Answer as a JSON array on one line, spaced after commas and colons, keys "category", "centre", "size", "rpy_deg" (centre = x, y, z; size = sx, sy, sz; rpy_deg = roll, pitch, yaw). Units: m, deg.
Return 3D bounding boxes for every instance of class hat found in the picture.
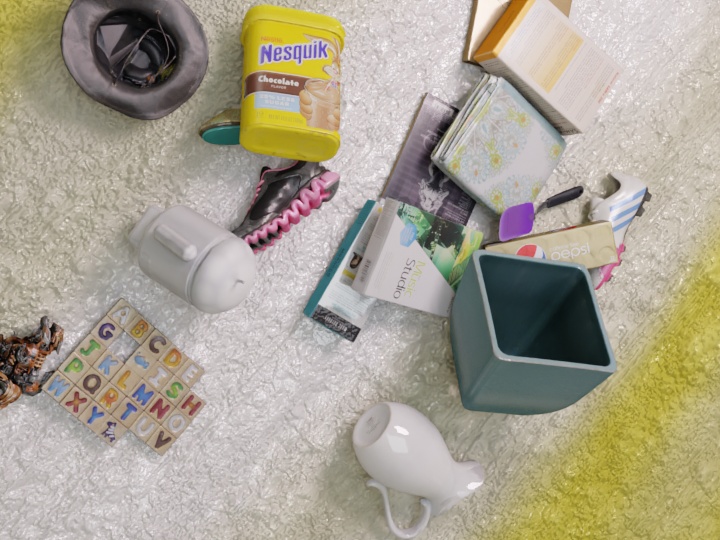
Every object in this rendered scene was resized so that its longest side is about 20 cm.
[{"category": "hat", "centre": [-0.315, -0.308, 1.416], "size": [0.199, 0.081, 0.202], "rpy_deg": [-4, 102, -21]}]

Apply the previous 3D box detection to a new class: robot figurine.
[{"category": "robot figurine", "centre": [-0.225, -0.015, 1.413], "size": [0.199, 0.170, 0.113], "rpy_deg": [30, 86, 23]}]

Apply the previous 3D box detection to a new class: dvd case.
[{"category": "dvd case", "centre": [0.125, -0.154, 1.595], "size": [0.148, 0.016, 0.201], "rpy_deg": [25, 85, -18]}]

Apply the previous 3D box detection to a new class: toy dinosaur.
[{"category": "toy dinosaur", "centre": [-0.492, 0.139, 1.379], "size": [0.136, 0.102, 0.201], "rpy_deg": [48, 56, -31]}]

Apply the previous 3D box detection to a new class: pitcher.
[{"category": "pitcher", "centre": [0.066, 0.306, 1.554], "size": [0.200, 0.121, 0.172], "rpy_deg": [42, 88, -27]}]

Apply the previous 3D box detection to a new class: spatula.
[{"category": "spatula", "centre": [0.291, -0.100, 1.619], "size": [0.199, 0.020, 0.057], "rpy_deg": [-26, 127, -37]}]

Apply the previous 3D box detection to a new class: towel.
[{"category": "towel", "centre": [0.218, -0.184, 1.591], "size": [0.200, 0.048, 0.172], "rpy_deg": [37, 82, -28]}]

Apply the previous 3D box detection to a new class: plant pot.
[{"category": "plant pot", "centre": [0.232, 0.116, 1.537], "size": [0.195, 0.200, 0.197], "rpy_deg": [8, 49, -18]}]

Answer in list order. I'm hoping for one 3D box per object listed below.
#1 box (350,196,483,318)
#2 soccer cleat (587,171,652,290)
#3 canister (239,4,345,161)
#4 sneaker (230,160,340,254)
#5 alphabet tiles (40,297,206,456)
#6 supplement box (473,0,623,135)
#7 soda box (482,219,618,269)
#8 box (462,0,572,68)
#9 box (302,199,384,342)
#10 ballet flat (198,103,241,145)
[{"category": "box", "centre": [0.088, -0.016, 1.527], "size": [0.199, 0.036, 0.145], "rpy_deg": [16, 98, -45]}, {"category": "soccer cleat", "centre": [0.397, -0.068, 1.666], "size": [0.086, 0.070, 0.201], "rpy_deg": [27, 81, -3]}, {"category": "canister", "centre": [-0.097, -0.261, 1.438], "size": [0.148, 0.087, 0.201], "rpy_deg": [7, 63, -15]}, {"category": "sneaker", "centre": [-0.128, -0.102, 1.498], "size": [0.200, 0.079, 0.096], "rpy_deg": [-38, 81, -13]}, {"category": "alphabet tiles", "centre": [-0.324, 0.167, 1.461], "size": [0.200, 0.008, 0.167], "rpy_deg": [45, 75, -19]}, {"category": "supplement box", "centre": [0.292, -0.320, 1.587], "size": [0.200, 0.073, 0.126], "rpy_deg": [38, 81, -17]}, {"category": "soda box", "centre": [0.295, -0.026, 1.597], "size": [0.199, 0.064, 0.068], "rpy_deg": [-12, 94, 4]}, {"category": "box", "centre": [0.254, -0.409, 1.620], "size": [0.163, 0.021, 0.201], "rpy_deg": [11, 90, -18]}, {"category": "box", "centre": [0.000, 0.000, 1.537], "size": [0.082, 0.049, 0.201], "rpy_deg": [31, 88, -18]}, {"category": "ballet flat", "centre": [-0.139, -0.218, 1.488], "size": [0.199, 0.071, 0.071], "rpy_deg": [-2, 93, -17]}]
